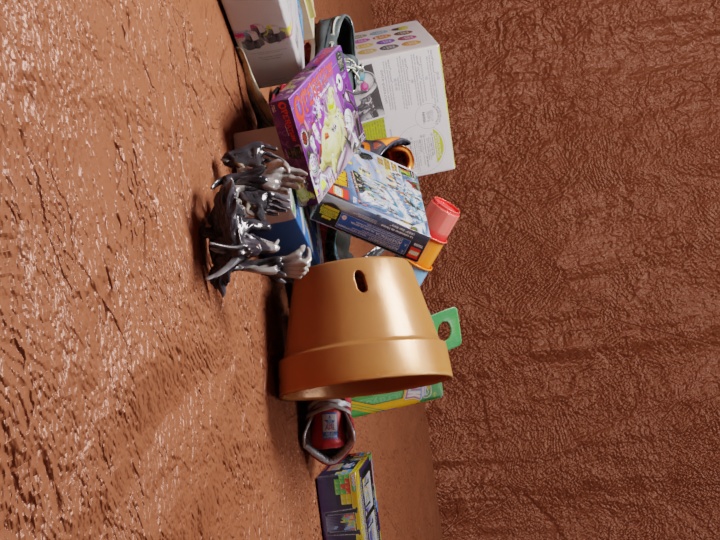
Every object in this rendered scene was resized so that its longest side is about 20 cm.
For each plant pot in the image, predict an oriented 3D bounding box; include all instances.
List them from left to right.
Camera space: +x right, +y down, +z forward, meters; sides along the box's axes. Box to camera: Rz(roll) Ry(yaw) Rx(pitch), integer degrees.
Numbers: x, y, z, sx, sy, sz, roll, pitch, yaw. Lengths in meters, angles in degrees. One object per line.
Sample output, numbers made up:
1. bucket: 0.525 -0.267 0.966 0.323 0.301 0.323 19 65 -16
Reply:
1. plant pot: -0.003 0.067 1.332 0.200 0.199 0.141 50 32 -78

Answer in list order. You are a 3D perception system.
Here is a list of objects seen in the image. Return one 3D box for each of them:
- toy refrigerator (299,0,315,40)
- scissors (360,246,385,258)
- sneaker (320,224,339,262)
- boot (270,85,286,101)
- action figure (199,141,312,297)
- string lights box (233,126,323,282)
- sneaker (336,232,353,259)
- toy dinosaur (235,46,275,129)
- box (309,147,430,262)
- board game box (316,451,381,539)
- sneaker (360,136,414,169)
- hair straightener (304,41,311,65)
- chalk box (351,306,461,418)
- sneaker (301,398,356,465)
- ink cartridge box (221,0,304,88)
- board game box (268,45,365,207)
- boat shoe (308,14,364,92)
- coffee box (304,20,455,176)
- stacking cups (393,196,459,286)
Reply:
1. toy refrigerator: -0.106 -0.396 1.500 0.201 0.069 0.076 76 9 -49
2. scissors: 0.000 0.000 1.575 0.014 0.199 0.074 -25 -92 64
3. sneaker: -0.067 -0.029 1.491 0.096 0.079 0.201 -160 -121 -77
4. boot: -0.073 -0.194 1.574 0.151 0.073 0.201 76 15 -45
5. action figure: -0.095 -0.051 1.095 0.200 0.101 0.120 -88 180 -62
6. string lights box: -0.090 -0.070 1.322 0.200 0.059 0.103 67 15 -67
7. sneaker: -0.044 -0.007 1.615 0.200 0.075 0.091 68 21 -60
8. toy dinosaur: -0.090 -0.164 1.359 0.048 0.088 0.201 -50 139 -40
9. box: 0.007 -0.092 1.390 0.040 0.136 0.200 -62 -166 23
10. board game box: -0.009 0.358 1.567 0.165 0.056 0.202 -1 84 -81
11. sneaker: 0.022 -0.141 1.575 0.200 0.111 0.078 -27 117 -76
12. hair straightener: -0.053 -0.232 1.707 0.201 0.077 0.041 58 41 -16
13. chalk box: 0.041 0.103 1.568 0.124 0.199 0.126 -110 -172 -63
14. sneaker: -0.044 0.145 1.440 0.113 0.071 0.201 -91 174 -63
15. ink cartridge box: -0.116 -0.321 1.337 0.200 0.067 0.116 73 10 -56
16. board game box: -0.044 -0.165 1.299 0.200 0.032 0.121 -61 135 -59
17. boat shoe: -0.029 -0.286 1.617 0.073 0.062 0.201 49 23 -43
18. coffee box: 0.029 -0.262 1.834 0.200 0.196 0.201 -107 -174 -66
19. stacking cups: 0.052 0.001 1.433 0.201 0.060 0.061 -62 -177 15
